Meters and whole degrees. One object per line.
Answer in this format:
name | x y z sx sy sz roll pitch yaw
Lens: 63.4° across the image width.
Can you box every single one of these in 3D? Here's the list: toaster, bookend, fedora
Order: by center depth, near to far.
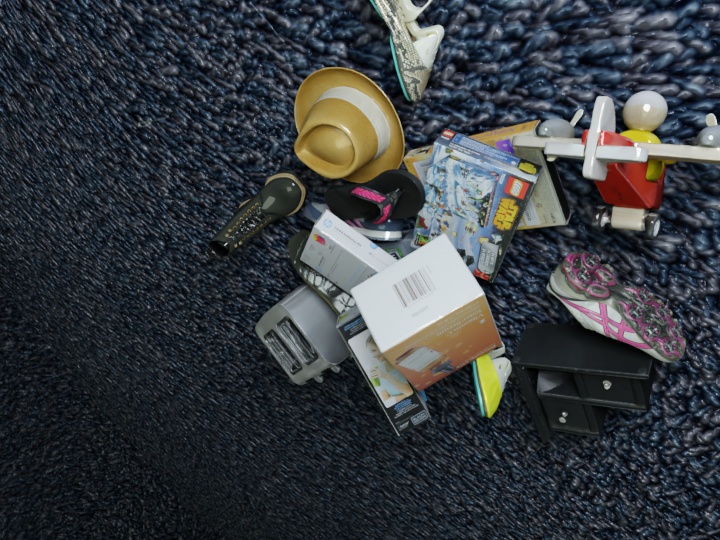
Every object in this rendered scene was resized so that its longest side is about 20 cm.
fedora | -0.034 -0.192 0.846 0.200 0.082 0.201 25 141 23
bookend | 0.367 0.188 0.917 0.198 0.092 0.201 0 130 38
toaster | -0.103 0.119 1.175 0.200 0.119 0.181 53 143 1

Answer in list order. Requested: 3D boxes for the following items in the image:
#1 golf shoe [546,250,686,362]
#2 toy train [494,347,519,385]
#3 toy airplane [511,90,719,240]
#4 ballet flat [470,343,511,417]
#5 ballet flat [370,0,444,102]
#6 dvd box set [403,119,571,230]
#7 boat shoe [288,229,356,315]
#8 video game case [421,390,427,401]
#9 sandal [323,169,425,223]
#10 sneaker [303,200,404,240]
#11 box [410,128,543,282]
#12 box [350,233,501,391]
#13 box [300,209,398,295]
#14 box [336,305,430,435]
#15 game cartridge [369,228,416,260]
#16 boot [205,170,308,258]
golf shoe | 0.355 0.058 0.817 0.200 0.073 0.092 41 149 12
toy train | 0.213 0.137 1.038 0.200 0.034 0.046 40 153 -2
toy airplane | 0.282 -0.132 0.621 0.199 0.142 0.199 23 174 -3
ballet flat | 0.200 0.142 0.920 0.067 0.200 0.067 -13 123 5
ballet flat | 0.056 -0.302 0.695 0.075 0.068 0.201 -13 119 27
dvd box set | 0.173 -0.117 0.809 0.199 0.029 0.147 -5 126 41
boat shoe | -0.063 0.017 1.089 0.200 0.075 0.074 53 172 8
video game case | 0.050 0.149 1.109 0.200 0.018 0.144 41 158 53
sandal | 0.013 -0.096 0.844 0.199 0.045 0.075 -4 124 46
sneaker | -0.011 -0.106 0.956 0.199 0.070 0.083 16 108 33
box | 0.151 -0.083 0.802 0.136 0.040 0.201 26 143 13
box | 0.100 0.068 0.828 0.107 0.152 0.200 62 -174 32
box | 0.000 0.000 0.970 0.199 0.041 0.156 34 157 -1
box | 0.035 0.152 0.951 0.201 0.060 0.117 61 -178 -5
game cartridge | 0.059 -0.004 1.014 0.199 0.041 0.134 -5 129 42
boot | -0.185 -0.089 1.034 0.078 0.139 0.200 47 141 -12
